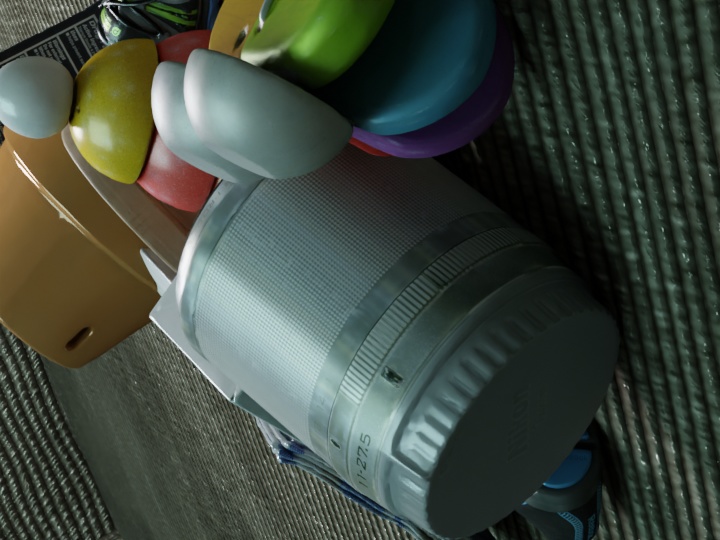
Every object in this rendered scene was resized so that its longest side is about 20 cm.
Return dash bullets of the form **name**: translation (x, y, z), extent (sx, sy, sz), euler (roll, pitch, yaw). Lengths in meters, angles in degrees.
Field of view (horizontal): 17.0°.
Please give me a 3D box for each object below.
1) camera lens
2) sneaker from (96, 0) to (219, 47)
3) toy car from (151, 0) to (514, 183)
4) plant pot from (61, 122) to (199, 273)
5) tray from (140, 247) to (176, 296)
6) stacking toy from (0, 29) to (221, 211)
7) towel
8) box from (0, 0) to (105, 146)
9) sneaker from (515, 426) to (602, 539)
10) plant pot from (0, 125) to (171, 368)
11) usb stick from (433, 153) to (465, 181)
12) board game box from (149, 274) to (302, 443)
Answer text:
- **camera lens**: translation (0.015, 0.023, 1.260), extent (0.200, 0.160, 0.160), euler (38, 157, 28)
- **sneaker**: translation (-0.143, -0.186, 1.661), extent (0.071, 0.083, 0.200), euler (52, 164, 33)
- **toy car**: translation (0.000, -0.113, 1.160), extent (0.150, 0.175, 0.200), euler (29, 173, -14)
- **plant pot**: translation (-0.107, -0.060, 1.690), extent (0.201, 0.093, 0.201), euler (44, -174, -5)
- **tray**: translation (-0.070, 0.046, 1.741), extent (0.200, 0.022, 0.107), euler (26, -167, -42)
- **stacking toy**: translation (-0.125, -0.095, 1.455), extent (0.146, 0.199, 0.147), euler (-171, 90, -77)
- **towel**: translation (0.010, 0.143, 1.639), extent (0.200, 0.024, 0.147), euler (33, -174, -19)
- **box**: translation (-0.259, -0.091, 2.044), extent (0.200, 0.198, 0.123), euler (62, 169, -1)
- **sneaker**: translation (0.073, 0.087, 1.419), extent (0.200, 0.073, 0.082), euler (51, 165, 42)
- **plant pot**: translation (-0.214, -0.021, 1.813), extent (0.200, 0.140, 0.200), euler (42, -174, -6)
- **usb stick**: translation (0.058, -0.017, 1.351), extent (0.200, 0.033, 0.055), euler (60, 174, 6)
- **board game box**: translation (-0.022, 0.075, 1.573), extent (0.200, 0.064, 0.148), euler (33, -175, -34)
